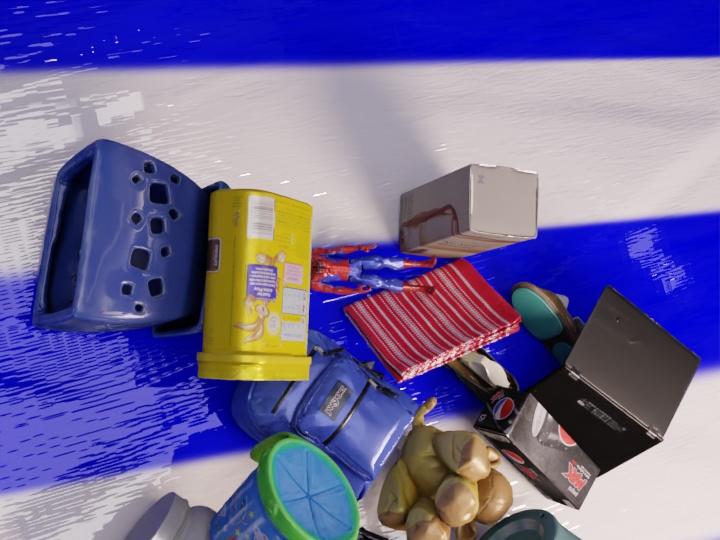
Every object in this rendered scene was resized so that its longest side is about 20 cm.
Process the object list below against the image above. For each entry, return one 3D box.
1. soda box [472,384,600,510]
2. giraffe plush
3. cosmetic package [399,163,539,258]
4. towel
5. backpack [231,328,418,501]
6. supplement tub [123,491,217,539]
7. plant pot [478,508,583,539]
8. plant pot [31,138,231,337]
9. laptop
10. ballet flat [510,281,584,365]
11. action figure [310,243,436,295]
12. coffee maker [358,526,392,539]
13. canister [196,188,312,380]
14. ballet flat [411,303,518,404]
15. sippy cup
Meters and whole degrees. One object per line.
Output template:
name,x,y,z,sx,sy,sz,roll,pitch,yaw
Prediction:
soda box,0.240,0.239,1.367,0.200,0.063,0.071,46,69,-33
giraffe plush,0.124,0.279,1.308,0.162,0.200,0.173,33,100,-32
cosmetic package,0.137,-0.073,1.325,0.103,0.200,0.088,6,80,-21
towel,0.097,0.060,1.344,0.199,0.023,0.145,-21,50,-24
backpack,-0.045,0.163,1.243,0.200,0.168,0.163,37,66,-7
supplement tub,-0.178,0.365,1.171,0.200,0.145,0.146,41,70,-12
plant pot,0.238,0.416,1.289,0.200,0.200,0.188,-41,107,-21
plant pot,-0.255,-0.021,1.167,0.179,0.200,0.201,12,78,-28
laptop,0.339,0.160,1.423,0.187,0.200,0.116,37,39,-13
ballet flat,0.289,0.081,1.446,0.200,0.068,0.072,49,49,-10
action figure,0.000,0.000,1.331,0.199,0.052,0.066,2,84,-5
coffee maker,0.034,0.437,1.223,0.134,0.192,0.201,34,73,-32
canister,-0.112,0.019,1.120,0.148,0.086,0.201,12,79,-63
ballet flat,0.142,0.109,1.375,0.200,0.068,0.068,40,68,-13
sippy cup,-0.092,0.275,1.112,0.140,0.130,0.178,48,25,-3
